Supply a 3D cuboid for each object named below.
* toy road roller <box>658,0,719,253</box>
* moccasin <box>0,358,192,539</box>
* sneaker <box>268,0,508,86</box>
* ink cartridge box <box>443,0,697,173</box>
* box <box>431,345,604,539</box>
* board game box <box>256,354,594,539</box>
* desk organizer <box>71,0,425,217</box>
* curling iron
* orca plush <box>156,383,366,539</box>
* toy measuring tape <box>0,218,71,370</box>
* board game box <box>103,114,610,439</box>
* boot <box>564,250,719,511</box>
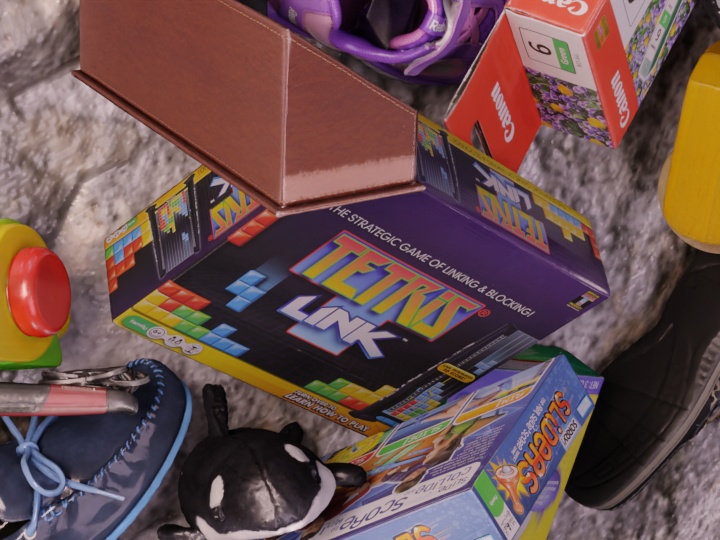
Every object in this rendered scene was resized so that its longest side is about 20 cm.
[{"bbox_3d":[0.261,-0.098,1.103,0.123,0.145,0.201,-34,140,-57],"label":"toy road roller"},{"bbox_3d":[-0.166,0.118,0.977,0.200,0.080,0.068,-48,127,-6],"label":"moccasin"},{"bbox_3d":[0.027,-0.129,0.981,0.199,0.088,0.081,10,104,-41],"label":"sneaker"},{"bbox_3d":[0.119,-0.123,1.020,0.201,0.050,0.109,-60,153,-18],"label":"ink cartridge box"},{"bbox_3d":[0.058,0.141,1.170,0.117,0.048,0.201,6,111,-37],"label":"box"},{"bbox_3d":[0.011,0.120,1.008,0.035,0.199,0.135,57,35,-10],"label":"board game box"},{"bbox_3d":[-0.053,-0.097,0.867,0.071,0.200,0.077,-11,117,-30],"label":"desk organizer"},{"bbox_3d":[-0.197,0.061,0.923,0.199,0.050,0.026,-2,86,-15],"label":"curling iron"},{"bbox_3d":[-0.052,0.086,1.001,0.105,0.200,0.071,-16,91,8],"label":"orca plush"},{"bbox_3d":[-0.185,0.007,0.887,0.074,0.073,0.200,-61,160,6],"label":"toy measuring tape"},{"bbox_3d":[0.000,0.000,0.998,0.165,0.057,0.200,-34,139,30],"label":"board game box"},{"bbox_3d":[0.227,0.084,1.244,0.154,0.073,0.204,36,89,-44],"label":"boot"}]
